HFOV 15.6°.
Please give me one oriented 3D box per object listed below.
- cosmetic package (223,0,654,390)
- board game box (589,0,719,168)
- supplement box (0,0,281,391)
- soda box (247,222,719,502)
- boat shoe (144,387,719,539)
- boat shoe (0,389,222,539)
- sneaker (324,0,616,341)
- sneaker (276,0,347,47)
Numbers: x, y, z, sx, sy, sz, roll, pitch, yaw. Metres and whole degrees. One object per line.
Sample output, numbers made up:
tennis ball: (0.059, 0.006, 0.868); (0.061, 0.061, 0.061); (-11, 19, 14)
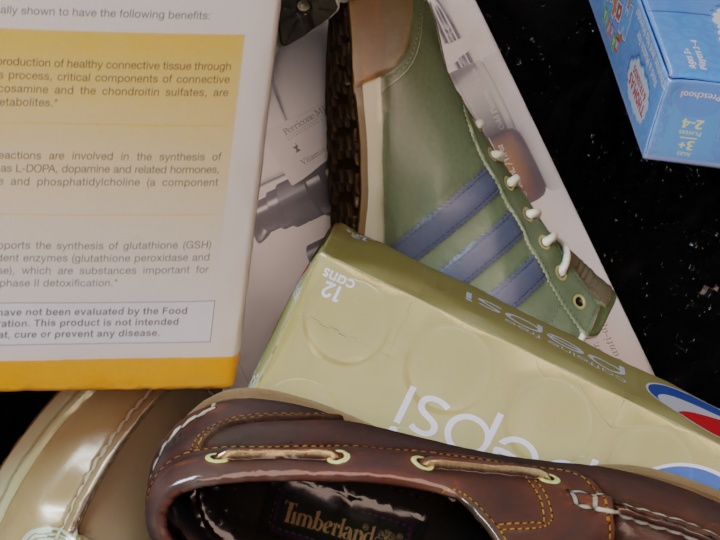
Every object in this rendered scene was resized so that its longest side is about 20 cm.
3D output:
cosmetic package: (0.000, 0.000, 0.917); (0.150, 0.052, 0.201); (-26, 89, -12)
board game box: (0.183, -0.079, 0.924); (0.199, 0.152, 0.037); (8, 123, -11)
supplement box: (-0.093, -0.069, 0.759); (0.125, 0.074, 0.201); (0, 114, -19)
soda box: (0.064, 0.060, 0.795); (0.199, 0.064, 0.068); (26, 100, -1)
boat shoe: (0.036, 0.086, 0.734); (0.199, 0.070, 0.071); (12, 100, 1)
boat shoe: (-0.091, 0.116, 0.828); (0.066, 0.074, 0.201); (30, 95, 37)
sneaker: (0.038, 0.001, 0.865); (0.089, 0.067, 0.202); (-3, 91, -9)
sneaker: (-0.079, -0.113, 0.862); (0.079, 0.199, 0.089); (61, 31, -35)
